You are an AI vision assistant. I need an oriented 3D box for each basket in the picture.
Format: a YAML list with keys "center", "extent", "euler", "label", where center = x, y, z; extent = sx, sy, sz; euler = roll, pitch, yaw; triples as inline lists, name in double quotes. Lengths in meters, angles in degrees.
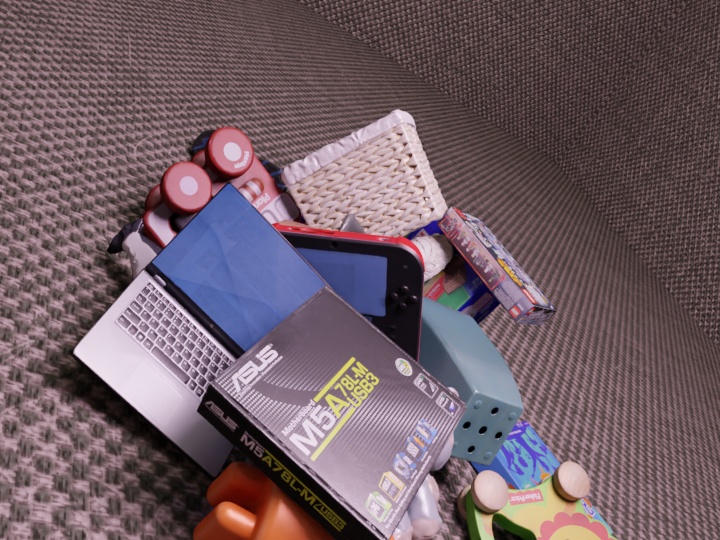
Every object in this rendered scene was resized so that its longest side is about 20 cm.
- center: [0.013, -0.120, 1.062]
  extent: [0.164, 0.196, 0.198]
  euler: [65, 12, -4]
  label: "basket"

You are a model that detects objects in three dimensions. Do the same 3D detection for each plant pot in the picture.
- center: [0.114, 0.149, 0.935]
  extent: [0.139, 0.144, 0.200]
  euler: [22, 14, -31]
  label: "plant pot"

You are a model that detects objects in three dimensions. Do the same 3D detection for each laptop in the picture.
- center: [-0.141, 0.058, 0.714]
  extent: [0.187, 0.115, 0.202]
  euler: [46, 40, -15]
  label: "laptop"

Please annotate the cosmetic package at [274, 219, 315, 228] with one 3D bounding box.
- center: [-0.124, 0.004, 0.905]
  extent: [0.101, 0.090, 0.199]
  euler: [17, 24, 27]
  label: "cosmetic package"

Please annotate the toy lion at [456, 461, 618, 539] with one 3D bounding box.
- center: [0.234, 0.345, 0.872]
  extent: [0.195, 0.069, 0.196]
  euler: [1, 55, -20]
  label: "toy lion"

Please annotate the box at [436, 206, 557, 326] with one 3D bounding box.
- center: [0.213, -0.005, 1.105]
  extent: [0.201, 0.040, 0.136]
  euler: [54, 20, 23]
  label: "box"

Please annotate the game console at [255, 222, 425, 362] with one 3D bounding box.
- center: [-0.028, 0.038, 0.794]
  extent: [0.194, 0.181, 0.031]
  euler: [7, 28, 9]
  label: "game console"

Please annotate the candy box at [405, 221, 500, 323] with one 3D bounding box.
- center: [0.117, 0.021, 1.176]
  extent: [0.076, 0.169, 0.202]
  euler: [31, 21, -44]
  label: "candy box"

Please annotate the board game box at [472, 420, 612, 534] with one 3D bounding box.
- center: [0.254, 0.316, 1.014]
  extent: [0.150, 0.045, 0.201]
  euler: [4, 42, -51]
  label: "board game box"

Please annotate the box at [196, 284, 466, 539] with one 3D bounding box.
- center: [-0.016, 0.126, 0.651]
  extent: [0.192, 0.048, 0.200]
  euler: [42, 36, 7]
  label: "box"

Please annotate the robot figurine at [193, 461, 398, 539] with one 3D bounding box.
- center: [-0.046, 0.243, 0.635]
  extent: [0.197, 0.118, 0.144]
  euler: [31, 3, -15]
  label: "robot figurine"

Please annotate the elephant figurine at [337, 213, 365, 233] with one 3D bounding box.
- center: [0.000, 0.000, 0.911]
  extent: [0.144, 0.153, 0.201]
  euler: [60, 36, -16]
  label: "elephant figurine"

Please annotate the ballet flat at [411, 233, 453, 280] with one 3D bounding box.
- center: [0.057, -0.003, 1.110]
  extent: [0.073, 0.197, 0.072]
  euler: [59, 3, -6]
  label: "ballet flat"

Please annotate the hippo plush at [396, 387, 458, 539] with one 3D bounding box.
- center: [0.056, 0.197, 0.802]
  extent: [0.157, 0.162, 0.202]
  euler: [28, 26, -19]
  label: "hippo plush"

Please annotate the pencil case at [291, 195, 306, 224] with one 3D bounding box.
- center: [-0.112, -0.078, 1.138]
  extent: [0.088, 0.089, 0.199]
  euler: [45, 25, 16]
  label: "pencil case"

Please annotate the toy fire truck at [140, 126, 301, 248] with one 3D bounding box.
- center: [-0.190, -0.080, 0.969]
  extent: [0.169, 0.111, 0.200]
  euler: [50, 59, -11]
  label: "toy fire truck"

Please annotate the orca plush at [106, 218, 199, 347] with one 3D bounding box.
- center: [-0.233, 0.043, 0.818]
  extent: [0.105, 0.072, 0.200]
  euler: [-38, 67, -19]
  label: "orca plush"

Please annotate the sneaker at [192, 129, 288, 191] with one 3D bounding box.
- center: [-0.204, -0.164, 1.196]
  extent: [0.198, 0.076, 0.077]
  euler: [36, -16, 16]
  label: "sneaker"
